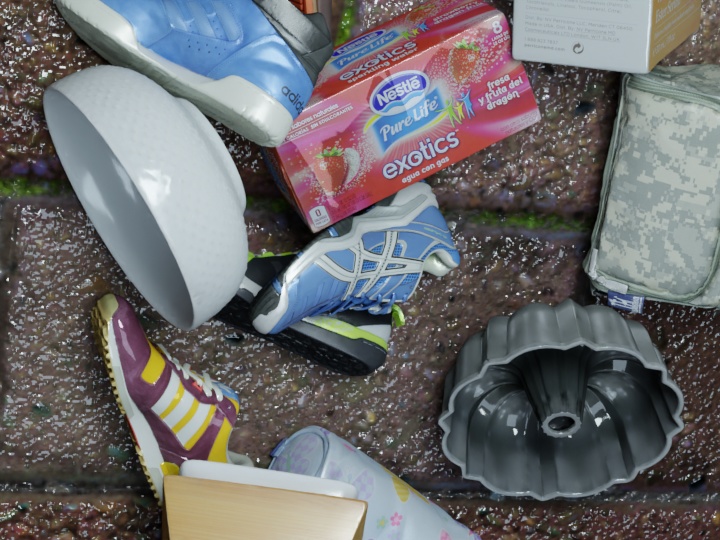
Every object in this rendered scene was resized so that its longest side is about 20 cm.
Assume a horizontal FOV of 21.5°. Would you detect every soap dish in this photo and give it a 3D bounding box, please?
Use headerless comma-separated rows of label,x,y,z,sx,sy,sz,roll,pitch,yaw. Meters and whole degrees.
soap dish,-0.081,0.234,1.490,0.157,0.081,0.200,8,144,0

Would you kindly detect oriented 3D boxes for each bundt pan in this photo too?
bundt pan,0.161,0.098,1.556,0.201,0.076,0.202,-1,136,-1

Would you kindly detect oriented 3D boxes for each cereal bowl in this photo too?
cereal bowl,-0.141,-0.062,1.358,0.083,0.200,0.201,-31,118,-18

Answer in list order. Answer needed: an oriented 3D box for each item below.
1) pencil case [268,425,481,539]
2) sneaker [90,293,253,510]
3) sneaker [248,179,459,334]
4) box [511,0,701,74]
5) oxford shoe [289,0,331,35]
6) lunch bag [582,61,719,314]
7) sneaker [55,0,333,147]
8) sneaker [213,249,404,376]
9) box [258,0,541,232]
pencil case,0.009,0.212,1.575,0.200,0.083,0.091,36,93,-27
sneaker,-0.146,0.092,1.485,0.090,0.075,0.201,-21,125,-7
sneaker,0.000,0.000,1.446,0.200,0.076,0.077,-32,87,-33
box,0.188,-0.262,1.393,0.106,0.152,0.201,10,114,23
oxford shoe,-0.028,-0.246,1.392,0.072,0.071,0.201,-16,120,-26
lunch bag,0.275,-0.067,1.531,0.167,0.139,0.201,7,108,-3
sneaker,-0.113,-0.181,1.362,0.199,0.077,0.111,29,77,15
sneaker,-0.057,0.012,1.497,0.200,0.072,0.083,29,66,-22
box,0.021,-0.124,1.437,0.199,0.100,0.096,-27,115,-7
